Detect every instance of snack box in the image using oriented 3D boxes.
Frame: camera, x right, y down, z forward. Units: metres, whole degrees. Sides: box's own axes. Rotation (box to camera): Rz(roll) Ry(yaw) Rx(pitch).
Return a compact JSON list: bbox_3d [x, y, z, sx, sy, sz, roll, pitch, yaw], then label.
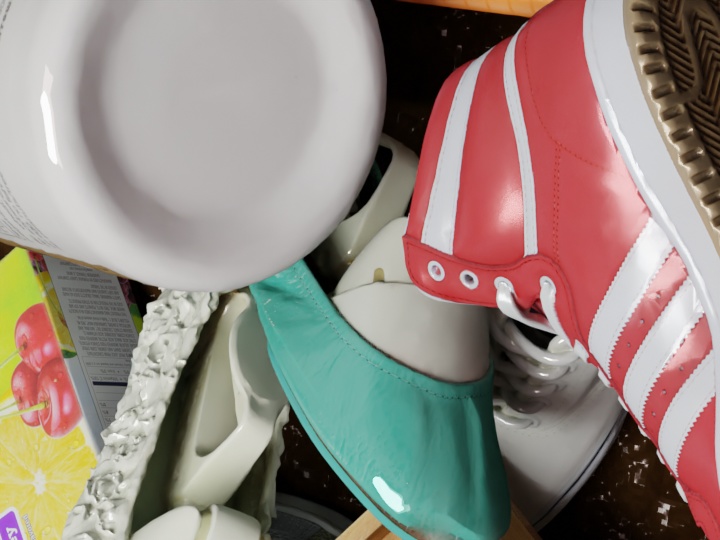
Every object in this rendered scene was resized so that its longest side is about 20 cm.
[{"bbox_3d":[-0.144,0.102,0.921,0.200,0.053,0.143,-37,63,33],"label":"snack box"}]

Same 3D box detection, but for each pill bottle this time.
[{"bbox_3d":[-0.088,-0.061,0.788,0.200,0.114,0.115,14,118,58],"label":"pill bottle"}]

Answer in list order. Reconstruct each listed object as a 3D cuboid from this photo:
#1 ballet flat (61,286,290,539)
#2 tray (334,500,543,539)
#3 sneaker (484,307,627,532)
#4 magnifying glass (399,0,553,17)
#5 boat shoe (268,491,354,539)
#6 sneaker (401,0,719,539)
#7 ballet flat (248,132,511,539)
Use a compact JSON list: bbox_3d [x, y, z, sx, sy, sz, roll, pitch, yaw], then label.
[{"bbox_3d":[-0.054,0.072,0.817,0.071,0.201,0.072,5,143,4],"label":"ballet flat"},{"bbox_3d":[-0.006,0.156,0.838,0.200,0.037,0.099,-45,78,29],"label":"tray"},{"bbox_3d":[0.058,0.012,0.805,0.073,0.071,0.201,30,118,15],"label":"sneaker"},{"bbox_3d":[0.103,-0.078,0.741,0.199,0.080,0.023,7,97,22],"label":"magnifying glass"},{"bbox_3d":[-0.008,0.138,0.886,0.201,0.065,0.075,28,117,17],"label":"boat shoe"},{"bbox_3d":[0.080,0.022,0.695,0.112,0.071,0.201,-20,85,49],"label":"sneaker"},{"bbox_3d":[0.000,0.000,0.787,0.071,0.067,0.200,-61,38,24],"label":"ballet flat"}]
